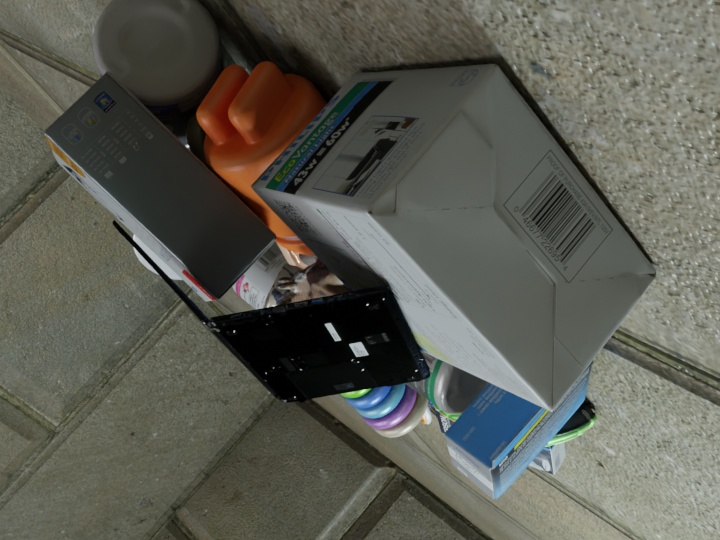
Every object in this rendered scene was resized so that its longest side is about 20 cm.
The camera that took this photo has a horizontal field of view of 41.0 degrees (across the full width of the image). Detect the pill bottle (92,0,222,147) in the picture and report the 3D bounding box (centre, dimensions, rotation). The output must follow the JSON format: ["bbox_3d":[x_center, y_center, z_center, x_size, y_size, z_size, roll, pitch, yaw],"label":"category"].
[{"bbox_3d":[-0.192,-0.187,0.951,0.114,0.114,0.200,41,169,2],"label":"pill bottle"}]

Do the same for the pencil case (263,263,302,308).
[{"bbox_3d":[-0.022,0.052,1.185,0.200,0.078,0.089,16,162,2],"label":"pencil case"}]

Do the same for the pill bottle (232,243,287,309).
[{"bbox_3d":[-0.085,0.044,1.441,0.200,0.113,0.113,38,168,19],"label":"pill bottle"}]

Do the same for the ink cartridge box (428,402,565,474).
[{"bbox_3d":[0.148,0.174,1.171,0.200,0.039,0.100,16,141,34],"label":"ink cartridge box"}]

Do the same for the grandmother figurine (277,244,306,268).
[{"bbox_3d":[-0.107,-0.064,1.265,0.121,0.061,0.200,21,160,39],"label":"grandmother figurine"}]

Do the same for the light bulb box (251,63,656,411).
[{"bbox_3d":[0.058,-0.029,0.677,0.198,0.125,0.200,46,168,-25],"label":"light bulb box"}]

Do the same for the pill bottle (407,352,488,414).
[{"bbox_3d":[0.054,0.056,1.032,0.200,0.113,0.113,34,166,36],"label":"pill bottle"}]

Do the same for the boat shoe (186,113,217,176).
[{"bbox_3d":[-0.134,-0.110,0.978,0.065,0.072,0.200,10,170,19],"label":"boat shoe"}]

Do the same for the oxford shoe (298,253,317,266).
[{"bbox_3d":[0.000,0.000,0.976,0.071,0.073,0.200,22,169,-41],"label":"oxford shoe"}]

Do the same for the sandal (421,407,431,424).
[{"bbox_3d":[0.013,0.136,1.275,0.207,0.059,0.079,51,166,-14],"label":"sandal"}]

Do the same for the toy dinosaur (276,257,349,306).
[{"bbox_3d":[-0.019,0.016,0.860,0.135,0.086,0.200,22,154,6],"label":"toy dinosaur"}]

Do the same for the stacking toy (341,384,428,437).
[{"bbox_3d":[-0.007,0.119,1.127,0.200,0.085,0.085,40,172,-39],"label":"stacking toy"}]

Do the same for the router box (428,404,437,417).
[{"bbox_3d":[0.112,0.152,1.315,0.200,0.062,0.150,43,168,-5],"label":"router box"}]

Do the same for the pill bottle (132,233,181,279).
[{"bbox_3d":[-0.193,-0.088,1.087,0.114,0.114,0.200,50,-157,-34],"label":"pill bottle"}]

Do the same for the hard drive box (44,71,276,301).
[{"bbox_3d":[-0.181,-0.067,0.875,0.200,0.077,0.156,44,169,-7],"label":"hard drive box"}]

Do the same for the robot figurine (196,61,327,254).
[{"bbox_3d":[-0.061,-0.093,0.859,0.200,0.144,0.117,52,-164,-40],"label":"robot figurine"}]

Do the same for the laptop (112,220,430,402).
[{"bbox_3d":[-0.062,0.027,0.745,0.177,0.200,0.103,61,-160,-62],"label":"laptop"}]

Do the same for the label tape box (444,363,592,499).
[{"bbox_3d":[0.149,0.127,0.905,0.063,0.144,0.200,40,168,21],"label":"label tape box"}]

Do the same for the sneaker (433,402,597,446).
[{"bbox_3d":[0.160,0.137,1.053,0.200,0.077,0.084,12,113,36],"label":"sneaker"}]
